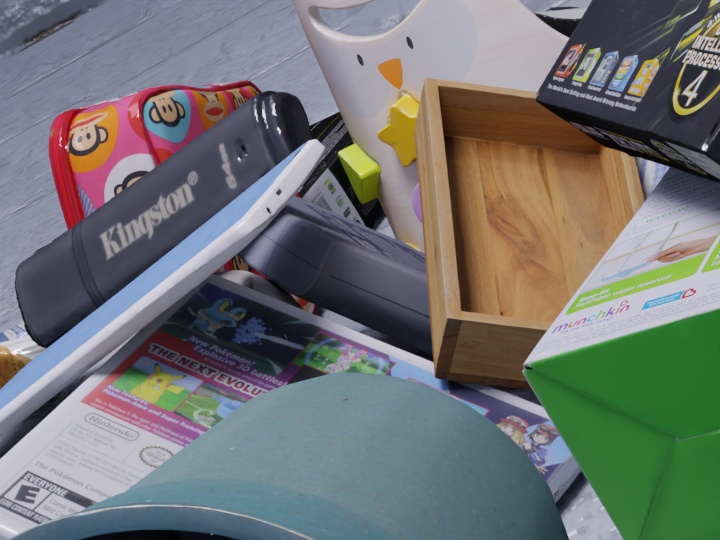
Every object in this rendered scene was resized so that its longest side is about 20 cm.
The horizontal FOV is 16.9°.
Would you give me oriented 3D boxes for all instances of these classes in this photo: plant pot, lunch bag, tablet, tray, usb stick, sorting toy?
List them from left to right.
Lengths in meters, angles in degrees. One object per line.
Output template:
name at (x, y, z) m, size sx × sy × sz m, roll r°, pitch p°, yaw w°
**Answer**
tablet at (-0.103, 0.017, 1.082) m, size 0.200 × 0.014 × 0.130 m, roll -38°, pitch 7°, yaw 22°
usb stick at (-0.099, -0.023, 1.189) m, size 0.200 × 0.056 × 0.033 m, roll -32°, pitch -31°, yaw 34°
lunch bag at (-0.087, -0.013, 1.332) m, size 0.082 × 0.177 × 0.200 m, roll -16°, pitch -1°, yaw 19°
plant pot at (-0.021, 0.130, 0.749) m, size 0.200 × 0.201 × 0.196 m, roll -25°, pitch 9°, yaw 20°
sorting toy at (0.043, -0.095, 1.319) m, size 0.200 × 0.180 × 0.107 m, roll -16°, pitch 21°, yaw 44°
tray at (0.079, -0.017, 1.096) m, size 0.098 × 0.037 × 0.200 m, roll 7°, pitch 33°, yaw -6°

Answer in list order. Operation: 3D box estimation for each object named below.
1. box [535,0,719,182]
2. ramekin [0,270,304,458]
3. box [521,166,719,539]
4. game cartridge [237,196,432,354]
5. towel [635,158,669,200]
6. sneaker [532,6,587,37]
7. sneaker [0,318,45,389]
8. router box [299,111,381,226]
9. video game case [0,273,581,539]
box at (0.155, -0.115, 0.955) m, size 0.161 × 0.049 × 0.200 m, roll -58°, pitch 16°, yaw 1°
ramekin at (-0.091, 0.086, 1.147) m, size 0.200 × 0.105 × 0.200 m, roll -28°, pitch 16°, yaw 9°
box at (0.190, 0.002, 0.903) m, size 0.200 × 0.097 × 0.176 m, roll -19°, pitch 19°, yaw 37°
game cartridge at (0.000, 0.000, 1.206) m, size 0.041 × 0.133 × 0.200 m, roll -62°, pitch 16°, yaw 3°
towel at (0.152, -0.074, 1.163) m, size 0.200 × 0.024 × 0.147 m, roll -29°, pitch 44°, yaw 61°
sneaker at (0.130, -0.121, 1.422) m, size 0.199 × 0.074 × 0.089 m, roll -8°, pitch 1°, yaw -2°
sneaker at (-0.176, 0.049, 1.462) m, size 0.200 × 0.075 × 0.088 m, roll -25°, pitch 21°, yaw 20°
router box at (-0.053, -0.035, 1.549) m, size 0.149 × 0.051 × 0.200 m, roll -23°, pitch 17°, yaw 33°
video game case at (-0.034, 0.087, 0.990) m, size 0.200 × 0.023 × 0.182 m, roll 21°, pitch 43°, yaw 24°
